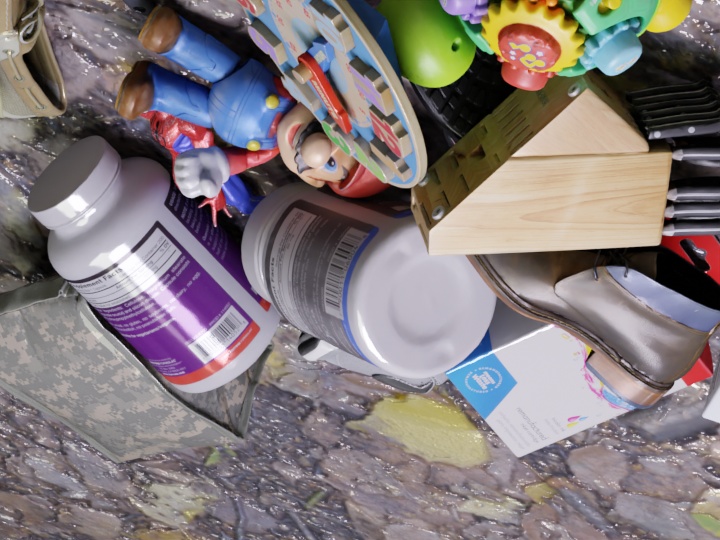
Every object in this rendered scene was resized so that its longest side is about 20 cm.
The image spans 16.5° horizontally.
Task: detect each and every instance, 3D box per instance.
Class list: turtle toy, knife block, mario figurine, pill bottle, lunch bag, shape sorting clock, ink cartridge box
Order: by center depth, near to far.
[{"bbox_3d":[0.095,-0.164,1.495,0.200,0.101,0.146,-8,139,41],"label":"turtle toy"},{"bbox_3d":[-0.025,-0.133,1.551,0.200,0.039,0.200,45,164,17],"label":"shape sorting clock"},{"bbox_3d":[0.157,-0.048,1.588,0.200,0.064,0.175,-42,118,14],"label":"knife block"},{"bbox_3d":[-0.064,-0.106,1.682,0.199,0.106,0.124,22,148,0],"label":"mario figurine"},{"bbox_3d":[0.000,0.000,1.743,0.114,0.114,0.200,39,172,-29],"label":"pill bottle"},{"bbox_3d":[0.168,0.042,1.749,0.200,0.067,0.116,-25,133,19],"label":"ink cartridge box"},{"bbox_3d":[-0.157,-0.007,1.874,0.112,0.113,0.200,-14,129,43],"label":"pill bottle"},{"bbox_3d":[-0.202,0.060,2.013,0.164,0.118,0.200,-13,141,43],"label":"lunch bag"}]

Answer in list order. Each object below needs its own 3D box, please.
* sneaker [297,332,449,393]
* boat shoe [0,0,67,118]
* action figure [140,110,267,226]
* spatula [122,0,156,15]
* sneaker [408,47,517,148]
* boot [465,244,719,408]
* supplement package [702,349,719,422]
[{"bbox_3d":[0.042,0.044,1.902,0.115,0.075,0.200,26,159,-19],"label":"sneaker"},{"bbox_3d":[-0.236,-0.166,1.722,0.063,0.073,0.201,9,151,-2],"label":"boat shoe"},{"bbox_3d":[-0.110,-0.072,1.807,0.065,0.052,0.200,38,168,48],"label":"action figure"},{"bbox_3d":[-0.182,-0.231,1.631,0.056,0.021,0.200,-1,144,24],"label":"spatula"},{"bbox_3d":[0.072,-0.104,1.639,0.200,0.076,0.087,46,157,-25],"label":"sneaker"},{"bbox_3d":[0.152,-0.005,1.632,0.200,0.075,0.097,40,124,-11],"label":"boot"},{"bbox_3d":[0.329,0.012,1.594,0.151,0.151,0.200,18,149,1],"label":"supplement package"}]
